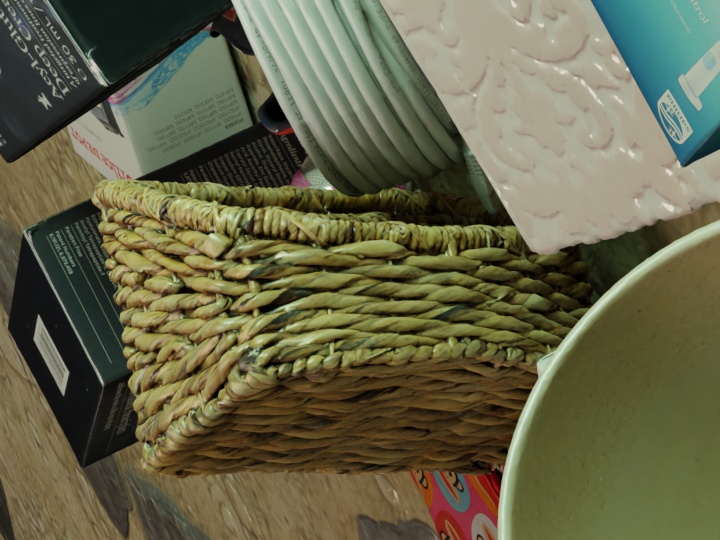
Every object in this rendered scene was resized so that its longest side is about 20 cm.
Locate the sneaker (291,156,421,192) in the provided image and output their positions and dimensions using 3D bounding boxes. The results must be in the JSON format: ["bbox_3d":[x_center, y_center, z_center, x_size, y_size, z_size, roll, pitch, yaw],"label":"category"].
[{"bbox_3d":[-0.002,-0.023,1.534,0.081,0.088,0.200,38,-169,-1],"label":"sneaker"}]

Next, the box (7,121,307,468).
[{"bbox_3d":[-0.100,0.012,1.758,0.104,0.182,0.200,61,165,11],"label":"box"}]

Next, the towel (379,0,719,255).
[{"bbox_3d":[0.082,-0.105,1.141,0.200,0.032,0.191,-15,109,57],"label":"towel"}]

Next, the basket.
[{"bbox_3d":[0.000,0.000,1.331,0.143,0.199,0.149,-42,53,51],"label":"basket"}]

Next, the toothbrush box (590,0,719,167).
[{"bbox_3d":[0.153,-0.120,0.808,0.085,0.146,0.200,62,165,8],"label":"toothbrush box"}]

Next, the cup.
[{"bbox_3d":[0.169,0.096,1.064,0.143,0.200,0.200,42,-175,-46],"label":"cup"}]

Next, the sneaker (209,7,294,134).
[{"bbox_3d":[-0.042,-0.156,1.490,0.075,0.084,0.201,35,147,60],"label":"sneaker"}]

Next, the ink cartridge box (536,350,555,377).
[{"bbox_3d":[0.154,0.129,1.299,0.145,0.084,0.200,48,157,44],"label":"ink cartridge box"}]

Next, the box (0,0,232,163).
[{"bbox_3d":[-0.150,-0.156,1.457,0.149,0.107,0.200,55,159,-4],"label":"box"}]

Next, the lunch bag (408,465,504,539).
[{"bbox_3d":[0.086,0.089,1.478,0.200,0.082,0.176,60,159,22],"label":"lunch bag"}]

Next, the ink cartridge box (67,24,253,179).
[{"bbox_3d":[-0.145,-0.153,1.830,0.148,0.085,0.201,38,148,58],"label":"ink cartridge box"}]

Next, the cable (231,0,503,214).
[{"bbox_3d":[-0.011,-0.132,1.338,0.200,0.069,0.200,54,-163,-44],"label":"cable"}]
